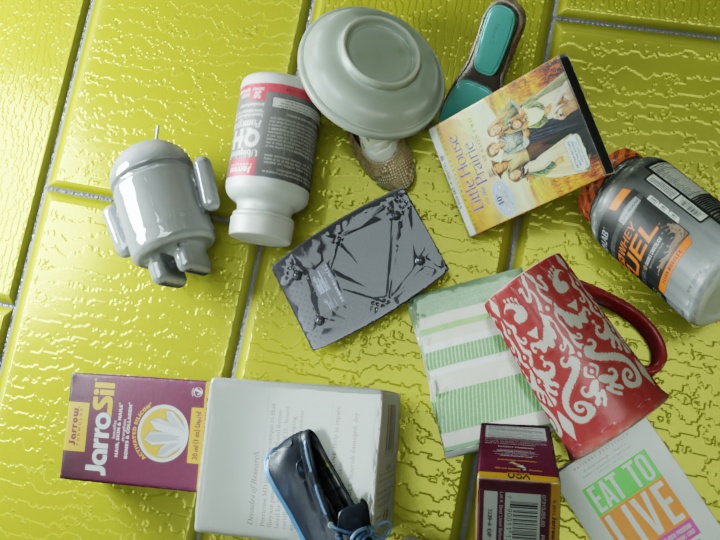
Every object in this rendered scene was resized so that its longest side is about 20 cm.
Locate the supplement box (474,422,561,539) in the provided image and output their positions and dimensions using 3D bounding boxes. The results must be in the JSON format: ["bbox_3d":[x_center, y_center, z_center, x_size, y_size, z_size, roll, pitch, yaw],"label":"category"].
[{"bbox_3d":[0.167,0.246,0.982,0.083,0.200,0.113,3,96,8],"label":"supplement box"}]

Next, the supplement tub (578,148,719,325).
[{"bbox_3d":[0.349,-0.044,1.033,0.122,0.123,0.200,-42,54,0],"label":"supplement tub"}]

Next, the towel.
[{"bbox_3d":[0.149,0.113,1.112,0.149,0.023,0.205,-14,76,6],"label":"towel"}]

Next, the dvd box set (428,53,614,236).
[{"bbox_3d":[0.186,-0.144,1.081,0.198,0.029,0.149,-23,87,40],"label":"dvd box set"}]

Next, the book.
[{"bbox_3d":[0.327,0.287,1.040,0.132,0.048,0.202,-35,78,6],"label":"book"}]

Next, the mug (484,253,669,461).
[{"bbox_3d":[0.249,0.091,1.053,0.133,0.176,0.202,-41,76,34],"label":"mug"}]

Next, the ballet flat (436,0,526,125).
[{"bbox_3d":[0.158,-0.243,1.142,0.067,0.067,0.202,32,120,10],"label":"ballet flat"}]

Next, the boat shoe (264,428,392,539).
[{"bbox_3d":[-0.021,0.250,0.898,0.068,0.084,0.201,-41,80,14],"label":"boat shoe"}]

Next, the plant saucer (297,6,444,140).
[{"bbox_3d":[0.020,-0.262,1.141,0.195,0.050,0.204,8,63,-15],"label":"plant saucer"}]

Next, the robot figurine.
[{"bbox_3d":[-0.256,-0.082,1.171,0.167,0.113,0.204,-24,76,12],"label":"robot figurine"}]

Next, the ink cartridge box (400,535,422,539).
[{"bbox_3d":[0.053,0.411,1.012,0.082,0.145,0.204,15,82,13],"label":"ink cartridge box"}]

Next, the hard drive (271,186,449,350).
[{"bbox_3d":[0.000,0.000,1.147,0.197,0.042,0.137,-31,76,4],"label":"hard drive"}]

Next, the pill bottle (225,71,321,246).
[{"bbox_3d":[-0.113,-0.138,1.157,0.108,0.111,0.205,6,81,11],"label":"pill bottle"}]

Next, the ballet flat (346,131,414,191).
[{"bbox_3d":[0.005,-0.193,1.170,0.070,0.065,0.202,-32,76,5],"label":"ballet flat"}]

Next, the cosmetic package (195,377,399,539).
[{"bbox_3d":[-0.064,0.216,1.048,0.195,0.167,0.171,3,83,11],"label":"cosmetic package"}]

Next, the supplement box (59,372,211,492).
[{"bbox_3d":[-0.255,0.198,1.127,0.195,0.103,0.134,2,81,11],"label":"supplement box"}]
